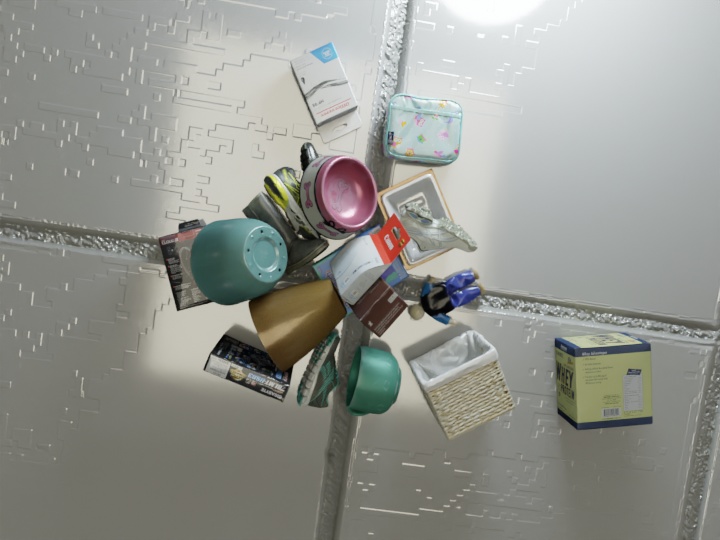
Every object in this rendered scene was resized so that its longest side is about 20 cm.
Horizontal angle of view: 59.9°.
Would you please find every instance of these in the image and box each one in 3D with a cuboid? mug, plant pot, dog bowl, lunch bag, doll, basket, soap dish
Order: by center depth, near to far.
[{"bbox_3d":[-0.263,-0.026,1.430,0.198,0.159,0.206,8,78,-46],"label":"plant pot"},{"bbox_3d":[-0.043,-0.178,1.466,0.197,0.073,0.205,3,85,-38],"label":"dog bowl"},{"bbox_3d":[-0.137,0.109,1.481,0.197,0.186,0.189,-28,96,1],"label":"plant pot"},{"bbox_3d":[0.246,0.273,1.521,0.197,0.198,0.163,-26,100,-2],"label":"basket"},{"bbox_3d":[0.149,-0.346,1.523,0.195,0.077,0.164,6,94,-4],"label":"lunch bag"},{"bbox_3d":[0.142,-0.125,1.538,0.155,0.081,0.203,-24,95,-2],"label":"soap dish"},{"bbox_3d":[0.033,0.276,1.541,0.112,0.185,0.155,13,69,-7],"label":"mug"},{"bbox_3d":[0.216,0.074,1.575,0.197,0.048,0.139,-24,95,-2],"label":"doll"}]

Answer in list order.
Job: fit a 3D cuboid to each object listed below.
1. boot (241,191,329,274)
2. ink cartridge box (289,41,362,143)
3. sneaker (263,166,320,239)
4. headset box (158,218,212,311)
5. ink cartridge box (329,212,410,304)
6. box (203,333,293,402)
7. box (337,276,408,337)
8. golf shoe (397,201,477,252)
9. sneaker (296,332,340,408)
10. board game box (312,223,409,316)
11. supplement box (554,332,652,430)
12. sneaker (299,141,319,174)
[{"bbox_3d":[-0.181,-0.102,1.494,0.180,0.072,0.203,-26,95,41],"label":"boot"},{"bbox_3d":[-0.079,-0.426,1.507,0.114,0.067,0.203,-24,96,-2],"label":"ink cartridge box"},{"bbox_3d":[-0.148,-0.165,1.520,0.085,0.074,0.202,-45,111,-27],"label":"sneaker"},{"bbox_3d":[-0.393,-0.020,1.515,0.145,0.075,0.205,-14,95,-3],"label":"headset box"},{"bbox_3d":[0.018,-0.040,1.434,0.047,0.161,0.201,35,105,-26],"label":"ink cartridge box"},{"bbox_3d":[-0.258,0.229,1.481,0.195,0.200,0.050,25,94,-6],"label":"box"},{"bbox_3d":[0.025,0.061,1.438,0.075,0.200,0.100,42,93,-23],"label":"box"},{"bbox_3d":[0.179,-0.079,1.479,0.197,0.078,0.099,27,110,0],"label":"golf shoe"},{"bbox_3d":[-0.087,0.254,1.568,0.090,0.078,0.203,22,97,-21],"label":"sneaker"},{"bbox_3d":[0.000,0.000,1.557,0.198,0.045,0.154,-31,96,-1],"label":"board game box"},{"bbox_3d":[0.609,0.274,1.572,0.195,0.134,0.205,-4,95,-3],"label":"supplement box"},{"bbox_3d":[-0.089,-0.220,1.531,0.078,0.075,0.204,-23,99,-19],"label":"sneaker"}]
